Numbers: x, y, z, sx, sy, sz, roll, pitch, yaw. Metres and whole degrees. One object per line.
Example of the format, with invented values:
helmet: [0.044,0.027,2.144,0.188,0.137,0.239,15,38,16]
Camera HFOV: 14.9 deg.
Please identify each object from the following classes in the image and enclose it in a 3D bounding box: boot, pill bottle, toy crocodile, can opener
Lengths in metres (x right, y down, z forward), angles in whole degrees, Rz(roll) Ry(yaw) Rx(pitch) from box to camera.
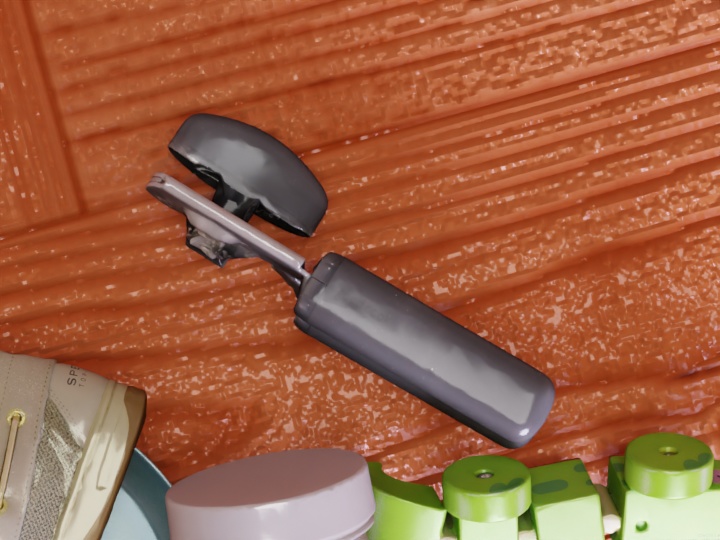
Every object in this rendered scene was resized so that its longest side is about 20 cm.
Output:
boot: [-0.193,0.114,1.143,0.155,0.072,0.200,23,84,-4]
pill bottle: [-0.024,0.181,1.146,0.112,0.112,0.200,-9,100,-4]
toy crocodile: [0.093,0.106,1.195,0.200,0.062,0.068,-5,115,-5]
can opener: [0.000,0.000,1.181,0.200,0.053,0.067,30,80,4]

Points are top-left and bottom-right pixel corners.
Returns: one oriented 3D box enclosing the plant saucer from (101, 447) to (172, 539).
plant saucer: [-0.162,0.152,1.193,0.200,0.027,0.200,0,90,-4]
